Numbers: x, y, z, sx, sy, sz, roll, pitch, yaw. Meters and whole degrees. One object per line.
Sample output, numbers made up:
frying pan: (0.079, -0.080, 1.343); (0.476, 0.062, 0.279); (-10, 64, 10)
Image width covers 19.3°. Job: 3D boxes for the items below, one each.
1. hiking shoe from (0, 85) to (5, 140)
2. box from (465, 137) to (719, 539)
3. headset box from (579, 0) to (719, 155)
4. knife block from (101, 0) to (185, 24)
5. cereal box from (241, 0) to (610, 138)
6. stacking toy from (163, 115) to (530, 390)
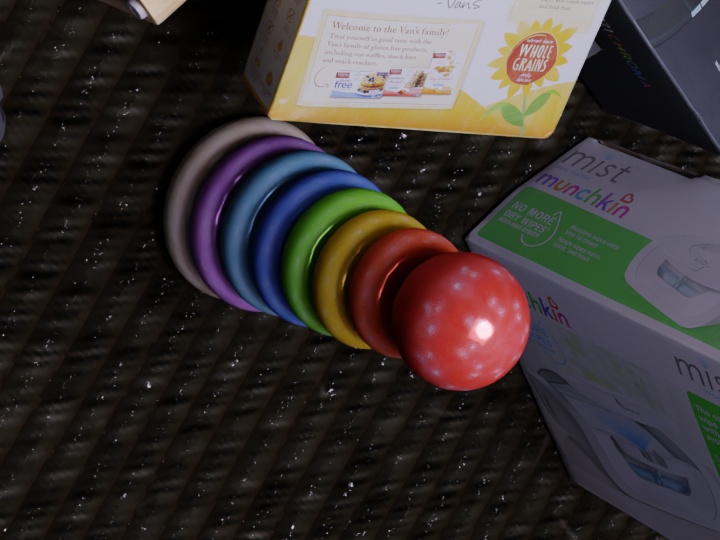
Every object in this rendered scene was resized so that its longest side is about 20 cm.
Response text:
hiking shoe: (-0.216, -0.103, 0.777); (0.101, 0.076, 0.200); (-40, 118, -6)
box: (0.171, 0.049, 1.026); (0.097, 0.200, 0.177); (-39, 127, -18)
headset box: (0.159, -0.178, 0.997); (0.200, 0.093, 0.174); (-50, 129, -9)
knife block: (-0.061, -0.195, 0.851); (0.176, 0.064, 0.200); (-46, 127, -13)
cereal box: (0.048, -0.148, 0.853); (0.144, 0.040, 0.200); (3, 125, -30)
stacking toy: (0.000, 0.000, 0.881); (0.085, 0.200, 0.085); (-14, 116, -31)
